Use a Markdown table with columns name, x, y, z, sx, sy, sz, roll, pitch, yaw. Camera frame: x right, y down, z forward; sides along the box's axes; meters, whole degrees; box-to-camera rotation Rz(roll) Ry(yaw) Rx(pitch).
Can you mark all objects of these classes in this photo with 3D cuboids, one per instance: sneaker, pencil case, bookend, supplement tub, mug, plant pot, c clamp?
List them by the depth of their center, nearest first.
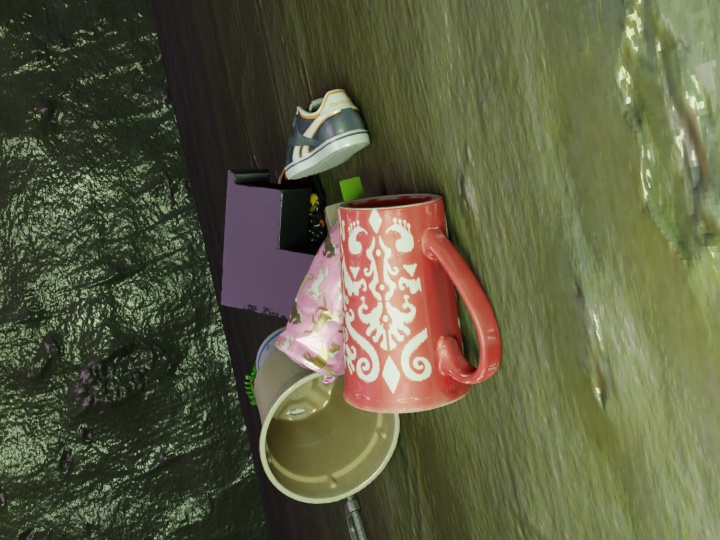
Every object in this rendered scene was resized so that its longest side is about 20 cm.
| name | x | y | z | sx | sy | sz | roll | pitch | yaw |
| --- | --- | --- | --- | --- | --- | --- | --- | --- | --- |
| mug | 0.059 | 0.027 | 0.870 | 0.133 | 0.177 | 0.201 | -32 | -62 | -68 |
| pencil case | -0.018 | 0.023 | 0.962 | 0.086 | 0.083 | 0.201 | 24 | 84 | 48 |
| sneaker | -0.050 | -0.174 | 1.105 | 0.200 | 0.078 | 0.080 | -19 | 89 | 63 |
| bookend | -0.092 | -0.036 | 1.227 | 0.198 | 0.092 | 0.201 | 9 | 101 | 29 |
| plant pot | -0.069 | 0.199 | 1.238 | 0.183 | 0.199 | 0.202 | -140 | 40 | -64 |
| sneaker | -0.081 | -0.076 | 1.299 | 0.090 | 0.070 | 0.201 | 123 | 134 | -72 |
| supplement tub | -0.093 | 0.184 | 1.438 | 0.200 | 0.131 | 0.133 | -141 | 40 | -63 |
| c clamp | 0.000 | 0.491 | 1.555 | 0.171 | 0.027 | 0.201 | 119 | 136 | -67 |

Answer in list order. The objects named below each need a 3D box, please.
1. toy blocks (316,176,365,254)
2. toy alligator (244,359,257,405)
| name | x | y | z | sx | sy | sz | roll | pitch | yaw |
| --- | --- | --- | --- | --- | --- | --- | --- | --- | --- |
| toy blocks | 0.000 | 0.000 | 1.076 | 0.137 | 0.099 | 0.201 | 103 | 152 | -81 |
| toy alligator | -0.289 | 0.347 | 2.383 | 0.059 | 0.054 | 0.201 | -144 | 44 | -67 |
